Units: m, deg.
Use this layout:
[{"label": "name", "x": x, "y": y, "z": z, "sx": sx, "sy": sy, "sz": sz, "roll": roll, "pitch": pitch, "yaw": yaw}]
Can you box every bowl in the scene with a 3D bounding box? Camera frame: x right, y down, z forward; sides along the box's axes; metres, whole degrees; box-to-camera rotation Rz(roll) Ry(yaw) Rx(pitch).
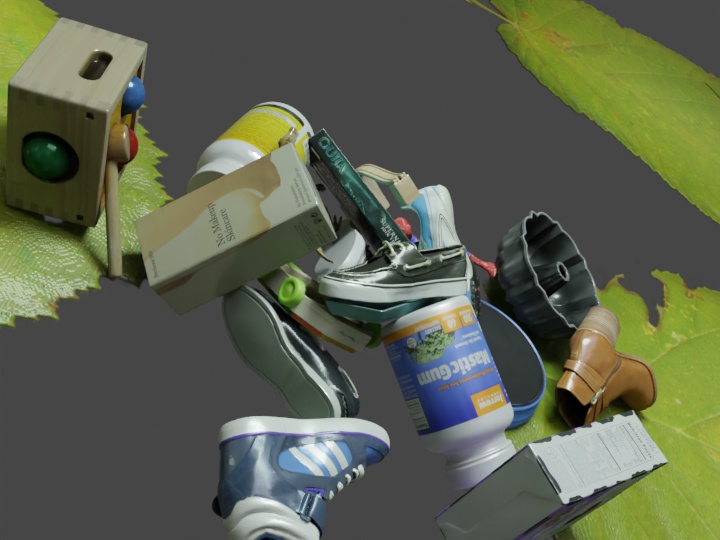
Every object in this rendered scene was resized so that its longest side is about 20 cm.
[{"label": "bowl", "x": 0.161, "y": 0.116, "z": 1.119, "sx": 0.200, "sy": 0.039, "sz": 0.201, "roll": 22, "pitch": 39, "yaw": -19}]

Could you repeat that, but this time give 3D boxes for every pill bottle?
[{"label": "pill bottle", "x": -0.142, "y": -0.133, "z": 1.085, "sx": 0.112, "sy": 0.113, "sz": 0.200, "roll": 34, "pitch": 36, "yaw": -2}, {"label": "pill bottle", "x": 0.107, "y": 0.139, "z": 0.958, "sx": 0.112, "sy": 0.112, "sz": 0.201, "roll": -14, "pitch": 79, "yaw": -46}]

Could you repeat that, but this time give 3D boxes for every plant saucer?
[{"label": "plant saucer", "x": 0.032, "y": 0.037, "z": 0.969, "sx": 0.070, "sy": 0.019, "sz": 0.200, "roll": 9, "pitch": 7, "yaw": 23}]

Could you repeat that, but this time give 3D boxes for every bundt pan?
[{"label": "bundt pan", "x": 0.273, "y": 0.017, "z": 1.256, "sx": 0.202, "sy": 0.076, "sz": 0.202, "roll": 32, "pitch": 42, "yaw": -35}]

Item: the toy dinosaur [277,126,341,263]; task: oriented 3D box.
[{"label": "toy dinosaur", "x": -0.068, "y": -0.074, "z": 1.025, "sx": 0.101, "sy": 0.058, "sz": 0.201, "roll": 39, "pitch": 30, "yaw": -63}]

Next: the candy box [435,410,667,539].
[{"label": "candy box", "x": 0.208, "y": 0.238, "z": 0.913, "sx": 0.200, "sy": 0.168, "sz": 0.072, "roll": -4, "pitch": 55, "yaw": -42}]

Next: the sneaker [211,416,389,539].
[{"label": "sneaker", "x": -0.046, "y": 0.223, "z": 0.814, "sx": 0.200, "sy": 0.081, "sz": 0.147, "roll": 12, "pitch": 52, "yaw": -36}]

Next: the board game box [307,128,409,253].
[{"label": "board game box", "x": 0.003, "y": -0.079, "z": 1.062, "sx": 0.200, "sy": 0.028, "sz": 0.135, "roll": 53, "pitch": -5, "yaw": 1}]

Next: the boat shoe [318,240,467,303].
[{"label": "boat shoe", "x": 0.039, "y": -0.002, "z": 0.941, "sx": 0.200, "sy": 0.064, "sz": 0.071, "roll": -4, "pitch": 11, "yaw": -38}]

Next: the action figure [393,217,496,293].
[{"label": "action figure", "x": 0.097, "y": -0.010, "z": 1.182, "sx": 0.200, "sy": 0.065, "sz": 0.099, "roll": 26, "pitch": 31, "yaw": -15}]

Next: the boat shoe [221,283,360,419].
[{"label": "boat shoe", "x": -0.078, "y": 0.093, "z": 0.928, "sx": 0.200, "sy": 0.076, "sz": 0.060, "roll": 53, "pitch": 32, "yaw": 17}]

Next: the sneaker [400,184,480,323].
[{"label": "sneaker", "x": 0.109, "y": -0.011, "z": 1.103, "sx": 0.072, "sy": 0.072, "sz": 0.201, "roll": -20, "pitch": 92, "yaw": -75}]

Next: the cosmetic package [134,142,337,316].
[{"label": "cosmetic package", "x": -0.138, "y": -0.045, "z": 0.924, "sx": 0.105, "sy": 0.200, "sz": 0.071, "roll": 64, "pitch": 2, "yaw": 35}]

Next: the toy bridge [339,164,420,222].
[{"label": "toy bridge", "x": 0.011, "y": -0.107, "z": 1.125, "sx": 0.027, "sy": 0.200, "sz": 0.067, "roll": -37, "pitch": 100, "yaw": -20}]

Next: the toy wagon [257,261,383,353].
[{"label": "toy wagon", "x": -0.062, "y": 0.027, "z": 0.996, "sx": 0.155, "sy": 0.040, "sz": 0.200, "roll": 32, "pitch": 6, "yaw": -43}]

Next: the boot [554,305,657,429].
[{"label": "boot", "x": 0.343, "y": 0.169, "z": 1.173, "sx": 0.155, "sy": 0.077, "sz": 0.200, "roll": -55, "pitch": 128, "yaw": -33}]

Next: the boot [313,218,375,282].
[{"label": "boot", "x": 0.000, "y": 0.000, "z": 1.043, "sx": 0.096, "sy": 0.074, "sz": 0.200, "roll": 47, "pitch": 13, "yaw": -12}]

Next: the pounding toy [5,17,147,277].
[{"label": "pounding toy", "x": -0.299, "y": -0.135, "z": 0.924, "sx": 0.142, "sy": 0.184, "sz": 0.200, "roll": 15, "pitch": 40, "yaw": -8}]
